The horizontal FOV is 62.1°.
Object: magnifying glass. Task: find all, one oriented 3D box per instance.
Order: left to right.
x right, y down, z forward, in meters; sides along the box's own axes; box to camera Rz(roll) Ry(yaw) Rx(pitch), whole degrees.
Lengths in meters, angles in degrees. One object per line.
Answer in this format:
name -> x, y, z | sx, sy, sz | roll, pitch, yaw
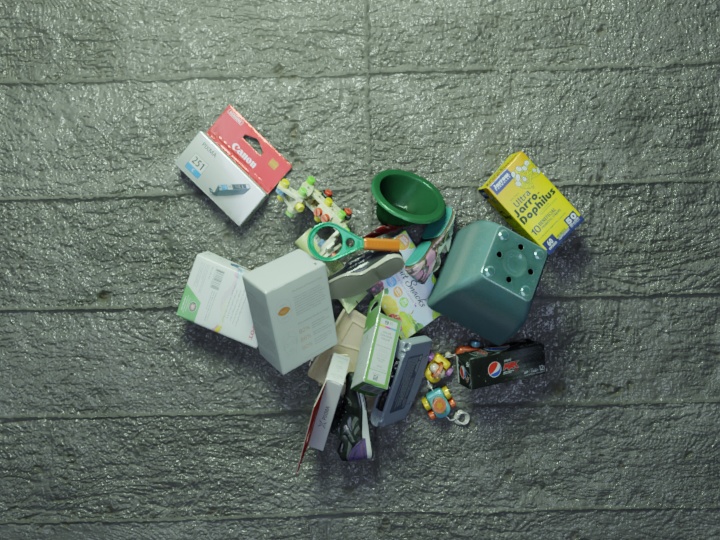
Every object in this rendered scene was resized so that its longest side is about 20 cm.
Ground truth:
magnifying glass -> -0.014, -0.057, 1.253 | 0.194, 0.022, 0.082 | 2, 88, -7

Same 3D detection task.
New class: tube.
tube -> -0.068, -0.002, 1.353 | 0.058, 0.052, 0.201 | -40, 94, 6

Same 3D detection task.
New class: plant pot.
plant pot -> 0.281, 0.012, 1.248 | 0.193, 0.200, 0.199 | 27, 72, -2

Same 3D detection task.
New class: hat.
hat -> 0.071, -0.108, 1.346 | 0.195, 0.168, 0.178 | 16, 133, -6

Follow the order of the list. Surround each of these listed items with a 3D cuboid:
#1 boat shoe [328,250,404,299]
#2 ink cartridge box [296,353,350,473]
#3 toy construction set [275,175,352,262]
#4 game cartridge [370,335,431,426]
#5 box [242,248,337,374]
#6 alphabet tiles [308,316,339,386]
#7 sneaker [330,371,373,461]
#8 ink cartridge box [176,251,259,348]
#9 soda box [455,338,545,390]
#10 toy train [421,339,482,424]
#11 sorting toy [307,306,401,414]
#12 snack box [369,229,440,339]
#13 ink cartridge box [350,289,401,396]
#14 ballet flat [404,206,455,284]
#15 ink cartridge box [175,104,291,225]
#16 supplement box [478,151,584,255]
boat shoe -> 0.000, 0.000, 1.310 | 0.196, 0.064, 0.073 | -24, 137, 9
ink cartridge box -> -0.079, 0.312, 1.289 | 0.044, 0.177, 0.204 | 17, 121, 2
toy construction set -> -0.092, -0.119, 1.298 | 0.091, 0.131, 0.203 | -34, 88, 32
game cartridge -> 0.095, 0.244, 1.337 | 0.041, 0.132, 0.205 | 24, 104, 29
box -> -0.146, 0.085, 1.271 | 0.150, 0.105, 0.205 | -25, 123, -30
alphabet tiles -> -0.015, 0.208, 1.396 | 0.195, 0.006, 0.171 | 18, 96, -1
sneaker -> -0.027, 0.331, 1.332 | 0.085, 0.076, 0.206 | -9, 99, -9
ink cartridge box -> -0.289, 0.065, 1.343 | 0.196, 0.088, 0.149 | 22, 96, 0
soda box -> 0.314, 0.207, 1.335 | 0.195, 0.063, 0.073 | -8, 97, -19
toy train -> 0.216, 0.259, 1.374 | 0.146, 0.056, 0.206 | 10, 95, 0
sorting toy -> 0.002, 0.208, 1.378 | 0.197, 0.036, 0.188 | 30, 95, -7
snack box -> 0.097, 0.033, 1.353 | 0.141, 0.053, 0.202 | -34, 93, 2
ink cartridge box -> 0.039, 0.158, 1.286 | 0.058, 0.104, 0.205 | 17, 67, -10
ballet flat -> 0.161, -0.050, 1.316 | 0.072, 0.068, 0.202 | 53, 53, -28
ink cartridge box -> -0.280, -0.234, 1.328 | 0.200, 0.045, 0.177 | 43, 96, -4
supplement box -> 0.369, -0.145, 1.306 | 0.109, 0.110, 0.200 | -45, 93, 4
